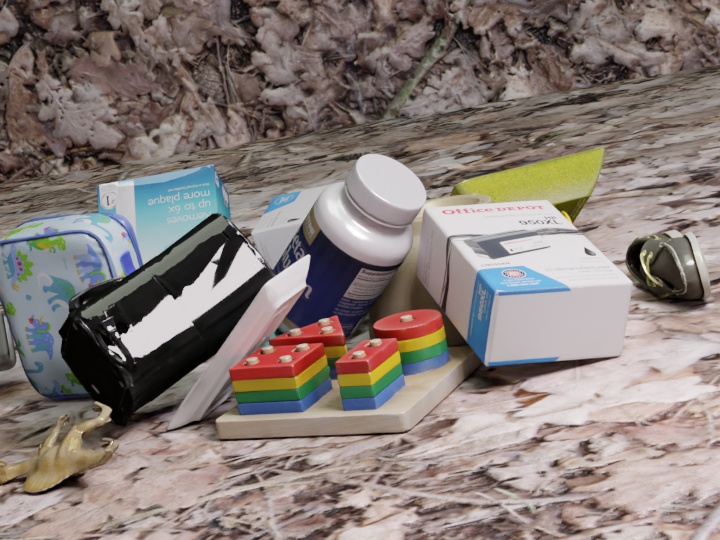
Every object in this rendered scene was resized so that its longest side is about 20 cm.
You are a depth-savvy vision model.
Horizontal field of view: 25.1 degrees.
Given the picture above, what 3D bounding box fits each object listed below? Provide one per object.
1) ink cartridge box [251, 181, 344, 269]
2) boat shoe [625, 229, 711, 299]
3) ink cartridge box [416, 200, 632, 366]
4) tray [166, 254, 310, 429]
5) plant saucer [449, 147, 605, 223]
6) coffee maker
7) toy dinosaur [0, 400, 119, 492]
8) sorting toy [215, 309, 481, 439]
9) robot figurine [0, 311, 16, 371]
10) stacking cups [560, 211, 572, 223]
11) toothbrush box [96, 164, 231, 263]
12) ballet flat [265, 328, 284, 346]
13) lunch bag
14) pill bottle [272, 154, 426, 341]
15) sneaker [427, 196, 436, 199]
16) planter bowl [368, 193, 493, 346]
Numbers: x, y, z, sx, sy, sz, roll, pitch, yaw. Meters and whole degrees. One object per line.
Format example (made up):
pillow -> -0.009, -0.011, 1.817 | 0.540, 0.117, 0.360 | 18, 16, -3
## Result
ink cartridge box -> -0.019, -0.060, 1.976 | 0.200, 0.067, 0.116 | -12, 23, 18
boat shoe -> 0.325, -0.004, 1.715 | 0.060, 0.072, 0.202 | -12, 6, 1
ink cartridge box -> 0.156, 0.008, 1.593 | 0.145, 0.084, 0.200 | -4, 26, -18
tray -> -0.114, 0.075, 1.588 | 0.200, 0.022, 0.107 | -54, -7, 26
plant saucer -> 0.198, -0.069, 2.024 | 0.200, 0.048, 0.200 | -14, -20, -14
coffee maker -> -0.181, 0.047, 1.613 | 0.200, 0.135, 0.192 | -38, 14, -24
toy dinosaur -> -0.265, 0.173, 1.499 | 0.200, 0.058, 0.101 | -11, 24, 39
sorting toy -> -0.013, 0.093, 1.564 | 0.200, 0.070, 0.199 | -5, 13, 26
robot figurine -> -0.506, 0.098, 1.882 | 0.200, 0.113, 0.170 | -12, -16, -2
stacking cups -> 0.162, -0.017, 1.965 | 0.200, 0.061, 0.061 | -16, 12, -8
toothbrush box -> -0.225, -0.008, 1.904 | 0.146, 0.200, 0.085 | -9, -23, 6
ballet flat -> -0.077, 0.065, 1.777 | 0.070, 0.067, 0.200 | -20, 2, 37
lunch bag -> -0.303, 0.039, 1.764 | 0.161, 0.200, 0.082 | -8, 19, 23
pill bottle -> -0.014, -0.022, 1.687 | 0.111, 0.111, 0.200 | -27, -24, -53
sneaker -> 0.039, -0.040, 2.104 | 0.200, 0.079, 0.074 | -17, 38, -11
planter bowl -> 0.095, -0.007, 1.779 | 0.200, 0.135, 0.200 | -11, 12, 2
